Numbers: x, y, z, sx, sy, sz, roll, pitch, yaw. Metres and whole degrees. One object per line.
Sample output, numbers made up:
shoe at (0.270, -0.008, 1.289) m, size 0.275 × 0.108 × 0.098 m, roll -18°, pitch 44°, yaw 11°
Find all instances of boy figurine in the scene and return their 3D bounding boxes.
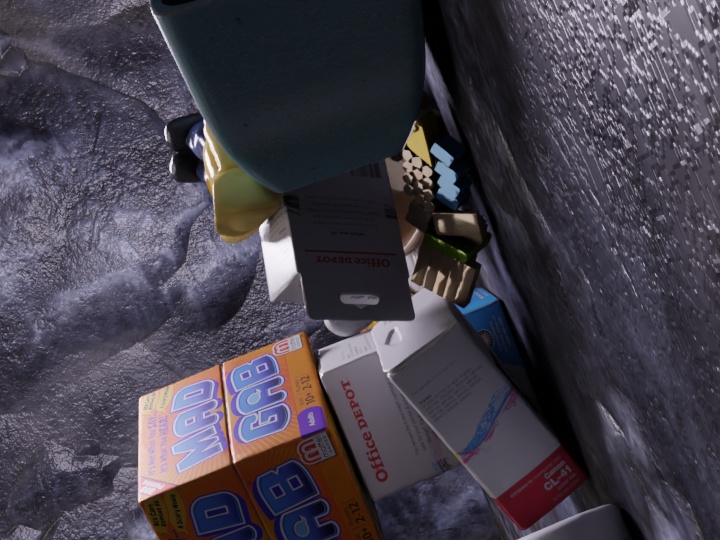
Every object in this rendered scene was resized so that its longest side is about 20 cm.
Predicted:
boy figurine at (-0.122, -0.076, 1.059) m, size 0.200 × 0.064 × 0.125 m, roll -129°, pitch 32°, yaw -58°

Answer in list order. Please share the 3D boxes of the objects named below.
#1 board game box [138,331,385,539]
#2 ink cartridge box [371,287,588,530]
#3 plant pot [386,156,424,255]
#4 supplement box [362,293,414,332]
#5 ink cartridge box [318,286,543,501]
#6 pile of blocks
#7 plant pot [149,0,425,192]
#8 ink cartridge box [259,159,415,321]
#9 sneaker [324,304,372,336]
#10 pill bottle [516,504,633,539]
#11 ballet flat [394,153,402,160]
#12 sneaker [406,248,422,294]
board game box at (-0.104, 0.225, 1.250) m, size 0.200 × 0.200 × 0.200 m, roll -112°, pitch 0°, yaw -64°
ink cartridge box at (0.108, 0.123, 1.101) m, size 0.200 × 0.086 × 0.148 m, roll 52°, pitch -176°, yaw -15°
plant pot at (0.013, -0.110, 1.209) m, size 0.093 × 0.201 × 0.201 m, roll -27°, pitch -83°, yaw -48°
supplement box at (0.076, 0.080, 1.466) m, size 0.200 × 0.069 × 0.067 m, roll 32°, pitch 157°, yaw 35°
ink cartridge box at (0.070, 0.125, 1.257) m, size 0.145 × 0.200 × 0.147 m, roll -120°, pitch 9°, yaw -83°
pile of blocks at (0.082, -0.070, 1.047) m, size 0.062 × 0.082 × 0.200 m, roll -38°, pitch -55°, yaw -46°
plant pot at (-0.052, -0.184, 0.958) m, size 0.196 × 0.196 × 0.200 m, roll -113°, pitch 6°, yaw -53°
ink cartridge box at (-0.029, -0.035, 1.077) m, size 0.067 × 0.116 × 0.200 m, roll -41°, pitch 53°, yaw 52°
sneaker at (0.000, 0.000, 1.389) m, size 0.200 × 0.073 × 0.112 m, roll -68°, pitch 10°, yaw -24°
pill bottle at (0.191, 0.298, 0.930) m, size 0.114 × 0.114 × 0.200 m, roll 71°, pitch 177°, yaw -73°
ballet flat at (0.050, -0.127, 1.352) m, size 0.067 × 0.067 × 0.200 m, roll -15°, pitch -94°, yaw -70°
sneaker at (0.093, 0.010, 1.475) m, size 0.081 × 0.076 × 0.200 m, roll 52°, pitch 168°, yaw 51°
